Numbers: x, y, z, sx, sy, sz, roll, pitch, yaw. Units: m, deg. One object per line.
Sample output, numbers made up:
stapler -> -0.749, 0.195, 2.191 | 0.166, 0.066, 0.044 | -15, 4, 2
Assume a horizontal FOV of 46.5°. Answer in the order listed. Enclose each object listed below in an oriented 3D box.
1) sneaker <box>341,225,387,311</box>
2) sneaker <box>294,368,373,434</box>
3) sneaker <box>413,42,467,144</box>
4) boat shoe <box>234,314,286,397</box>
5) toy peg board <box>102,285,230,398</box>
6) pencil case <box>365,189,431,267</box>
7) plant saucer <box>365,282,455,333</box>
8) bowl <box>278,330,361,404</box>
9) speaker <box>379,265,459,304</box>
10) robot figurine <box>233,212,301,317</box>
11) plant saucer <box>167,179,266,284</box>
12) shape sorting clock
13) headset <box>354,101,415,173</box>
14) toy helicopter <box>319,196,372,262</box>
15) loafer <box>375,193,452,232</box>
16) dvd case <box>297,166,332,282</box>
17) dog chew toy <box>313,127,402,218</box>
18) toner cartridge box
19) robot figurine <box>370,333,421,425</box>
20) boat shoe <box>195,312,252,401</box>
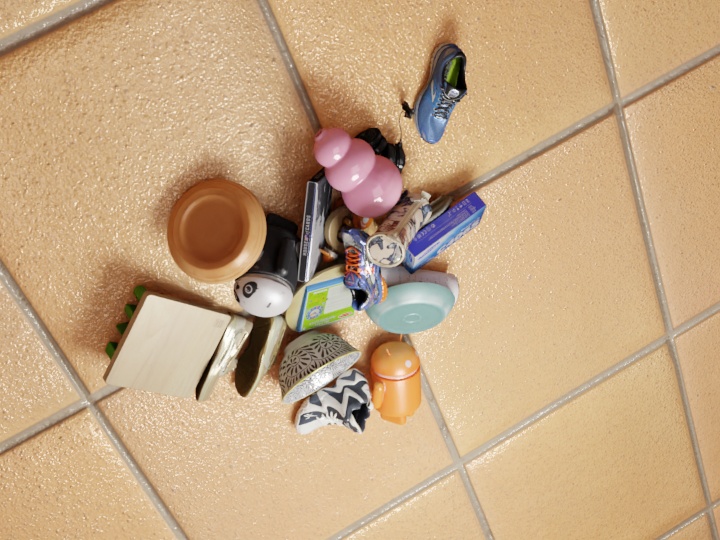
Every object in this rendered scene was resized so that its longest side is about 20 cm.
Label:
sneaker -> 0.000, 0.000, 1.667 | 0.078, 0.075, 0.202 | -41, 129, -33
sneaker -> -0.052, 0.325, 1.846 | 0.198, 0.130, 0.080 | -35, 135, 3
sneaker -> 0.164, -0.352, 1.682 | 0.078, 0.089, 0.202 | 5, 110, -21
boat shoe -> -0.207, 0.180, 1.774 | 0.066, 0.074, 0.202 | 1, 121, -48
toy peg board -> -0.400, 0.133, 1.682 | 0.198, 0.098, 0.202 | 19, 105, -43
pencil case -> 0.077, -0.082, 1.631 | 0.077, 0.200, 0.090 | 26, 127, 7
plant saucer -> 0.109, 0.090, 1.811 | 0.197, 0.036, 0.201 | -4, 150, -2
bowl -> -0.105, 0.191, 1.786 | 0.199, 0.201, 0.095 | -30, 74, -9
speaker -> 0.113, 0.033, 1.829 | 0.198, 0.081, 0.082 | 8, 109, -24
robot figurine -> -0.182, -0.009, 1.645 | 0.123, 0.202, 0.151 | 5, 154, 9
plant saucer -> -0.278, -0.077, 1.587 | 0.197, 0.037, 0.203 | -2, 81, 10
shape sorting clock -> -0.069, 0.058, 1.756 | 0.198, 0.039, 0.201 | -24, 142, -20
headset -> 0.041, -0.249, 1.702 | 0.123, 0.094, 0.200 | 28, 115, -26
toy helicopter -> -0.027, -0.044, 1.740 | 0.132, 0.078, 0.201 | -44, 138, -24
loafer -> 0.112, -0.109, 1.770 | 0.199, 0.075, 0.070 | -36, 76, -20
dvd case -> -0.087, -0.095, 1.666 | 0.024, 0.150, 0.203 | 11, 110, 8
dog chew toy -> -0.011, -0.195, 1.611 | 0.125, 0.125, 0.200 | -46, 114, 2
toner cartridge box -> 0.175, -0.079, 1.779 | 0.199, 0.043, 0.095 | -36, 162, -15
robot figurine -> 0.079, 0.247, 1.885 | 0.142, 0.117, 0.203 | -11, 115, -15
boat shoe -> -0.286, 0.188, 1.749 | 0.064, 0.072, 0.202 | 21, 97, -26
